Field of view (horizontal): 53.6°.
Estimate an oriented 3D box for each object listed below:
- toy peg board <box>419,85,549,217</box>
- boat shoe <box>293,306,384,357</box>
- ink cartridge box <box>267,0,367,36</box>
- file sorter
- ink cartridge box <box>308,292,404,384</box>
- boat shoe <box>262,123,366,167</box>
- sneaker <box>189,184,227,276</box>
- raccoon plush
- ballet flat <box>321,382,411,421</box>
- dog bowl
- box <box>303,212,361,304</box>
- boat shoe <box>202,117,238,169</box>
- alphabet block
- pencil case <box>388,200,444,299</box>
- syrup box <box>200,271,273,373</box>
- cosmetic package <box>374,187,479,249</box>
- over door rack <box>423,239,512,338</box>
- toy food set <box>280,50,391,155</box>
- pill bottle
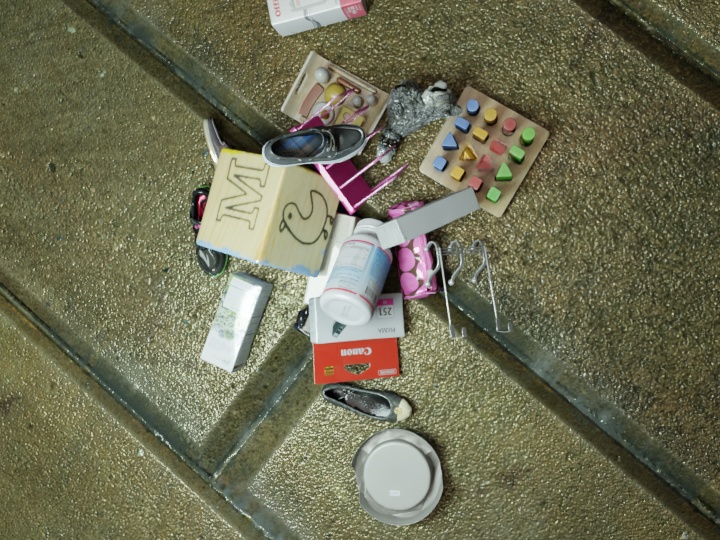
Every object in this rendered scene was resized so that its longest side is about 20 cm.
[{"bbox_3d":[0.247,-0.243,1.431,0.198,0.098,0.201,31,97,7],"label":"toy peg board"},{"bbox_3d":[-0.048,0.129,1.518,0.199,0.093,0.075,27,77,-19],"label":"boat shoe"},{"bbox_3d":[-0.098,-0.592,1.488,0.198,0.083,0.148,-11,90,10],"label":"ink cartridge box"},{"bbox_3d":[-0.013,-0.243,1.415,0.125,0.139,0.201,-33,98,26],"label":"file sorter"},{"bbox_3d":[-0.004,0.138,1.463,0.198,0.043,0.176,-2,85,-22],"label":"ink cartridge box"},{"bbox_3d":[-0.078,-0.230,1.286,0.198,0.066,0.071,-9,90,-14],"label":"boat shoe"},{"bbox_3d":[-0.340,-0.085,1.550,0.076,0.084,0.203,-9,90,11],"label":"sneaker"},{"bbox_3d":[0.125,-0.293,1.448,0.133,0.096,0.202,33,126,28],"label":"raccoon plush"},{"bbox_3d":[0.011,0.284,1.514,0.198,0.057,0.067,11,95,10],"label":"ballet flat"},{"bbox_3d":[0.079,0.428,1.506,0.197,0.059,0.203,0,92,11],"label":"dog bowl"},{"bbox_3d":[-0.058,-0.022,1.509,0.081,0.068,0.202,13,95,11],"label":"box"},{"bbox_3d":[-0.287,-0.240,1.546,0.064,0.072,0.202,-20,85,-2],"label":"boat shoe"},{"bbox_3d":[-0.182,-0.115,1.431,0.195,0.195,0.202,16,91,35],"label":"alphabet block"},{"bbox_3d":[0.114,-0.044,1.465,0.090,0.094,0.203,-12,91,-8],"label":"pencil case"},{"bbox_3d":[-0.267,0.112,1.546,0.078,0.081,0.202,22,96,11],"label":"syrup box"},{"bbox_3d":[0.131,-0.103,1.384,0.199,0.082,0.051,-25,96,-31],"label":"cosmetic package"},{"bbox_3d":[0.206,0.040,1.418,0.066,0.146,0.202,-33,67,49],"label":"over door rack"},{"bbox_3d":[-0.050,-0.351,1.499,0.199,0.060,0.145,31,97,8],"label":"toy food set"},{"bbox_3d":[0.000,0.000,1.410,0.108,0.109,0.201,16,58,9],"label":"pill bottle"}]
